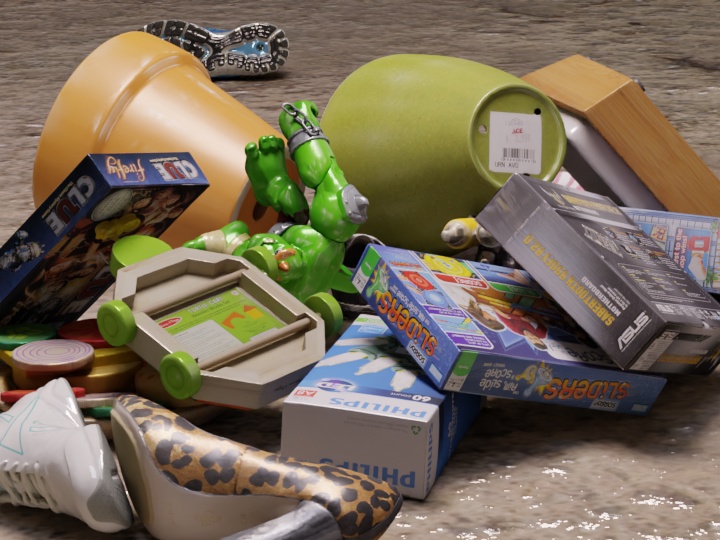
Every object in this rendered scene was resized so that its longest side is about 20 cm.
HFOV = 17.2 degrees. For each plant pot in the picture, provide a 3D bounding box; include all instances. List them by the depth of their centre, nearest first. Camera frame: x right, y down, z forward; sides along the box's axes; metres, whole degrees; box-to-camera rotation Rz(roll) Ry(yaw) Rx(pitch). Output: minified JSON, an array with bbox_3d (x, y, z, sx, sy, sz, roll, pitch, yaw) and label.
[{"bbox_3d":[0.087,-0.102,2.026,0.186,0.188,0.200,-9,2,-26],"label":"plant pot"},{"bbox_3d":[-0.156,-0.085,2.102,0.183,0.201,0.200,25,26,24],"label":"plant pot"}]

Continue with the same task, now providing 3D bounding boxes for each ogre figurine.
[{"bbox_3d":[-0.061,-0.023,1.882,0.120,0.200,0.098,37,-3,38],"label":"ogre figurine"}]

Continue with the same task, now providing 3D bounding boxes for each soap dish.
[{"bbox_3d":[0.237,-0.097,2.088,0.081,0.200,0.157,-45,22,-2],"label":"soap dish"}]

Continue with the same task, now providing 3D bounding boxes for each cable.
[{"bbox_3d":[0.119,-0.026,1.867,0.097,0.051,0.200,13,12,6],"label":"cable"}]

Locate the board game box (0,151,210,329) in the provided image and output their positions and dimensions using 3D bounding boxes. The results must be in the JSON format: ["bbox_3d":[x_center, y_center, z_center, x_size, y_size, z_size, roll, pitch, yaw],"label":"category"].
[{"bbox_3d":[-0.220,-0.013,1.811,0.035,0.200,0.135,53,25,15],"label":"board game box"}]

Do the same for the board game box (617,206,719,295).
[{"bbox_3d":[0.242,-0.017,1.944,0.199,0.062,0.200,8,1,26],"label":"board game box"}]

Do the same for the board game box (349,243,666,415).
[{"bbox_3d":[0.106,0.043,1.700,0.199,0.035,0.135,10,27,-37],"label":"board game box"}]

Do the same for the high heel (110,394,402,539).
[{"bbox_3d":[-0.070,0.126,1.512,0.142,0.072,0.200,-14,36,-22],"label":"high heel"}]

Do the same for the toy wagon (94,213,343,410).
[{"bbox_3d":[-0.116,0.026,1.712,0.200,0.040,0.155,36,38,30],"label":"toy wagon"}]

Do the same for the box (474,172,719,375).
[{"bbox_3d":[0.186,0.006,1.742,0.158,0.048,0.200,45,15,20],"label":"box"}]

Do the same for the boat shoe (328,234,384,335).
[{"bbox_3d":[0.000,0.000,1.988,0.074,0.061,0.200,0,16,1],"label":"boat shoe"}]

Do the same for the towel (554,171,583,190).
[{"bbox_3d":[0.186,-0.074,2.299,0.199,0.030,0.146,6,18,21],"label":"towel"}]

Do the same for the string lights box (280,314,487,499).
[{"bbox_3d":[0.020,0.093,1.661,0.102,0.059,0.200,7,17,13],"label":"string lights box"}]

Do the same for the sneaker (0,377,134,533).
[{"bbox_3d":[-0.201,0.132,1.547,0.080,0.071,0.200,-21,18,-15],"label":"sneaker"}]

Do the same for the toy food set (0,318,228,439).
[{"bbox_3d":[-0.179,0.076,1.752,0.197,0.049,0.200,-9,18,-27],"label":"toy food set"}]

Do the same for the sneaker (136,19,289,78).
[{"bbox_3d":[-0.188,-0.264,2.951,0.199,0.079,0.090,2,-3,-2],"label":"sneaker"}]
